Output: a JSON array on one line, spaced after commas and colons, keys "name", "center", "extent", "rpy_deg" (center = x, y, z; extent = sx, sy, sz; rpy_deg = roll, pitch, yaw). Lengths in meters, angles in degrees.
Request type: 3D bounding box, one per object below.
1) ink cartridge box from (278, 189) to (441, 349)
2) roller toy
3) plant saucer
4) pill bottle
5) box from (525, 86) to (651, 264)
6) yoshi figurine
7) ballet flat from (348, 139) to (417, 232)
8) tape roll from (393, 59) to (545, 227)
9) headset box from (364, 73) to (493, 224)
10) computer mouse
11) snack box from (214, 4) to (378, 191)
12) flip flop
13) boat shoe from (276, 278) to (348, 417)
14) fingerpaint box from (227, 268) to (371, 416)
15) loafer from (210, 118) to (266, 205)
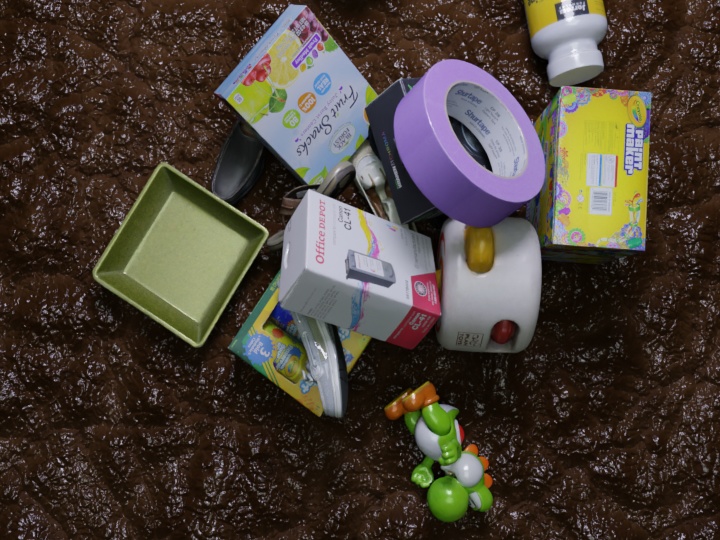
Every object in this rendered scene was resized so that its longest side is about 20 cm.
[{"name": "ink cartridge box", "center": [0.000, 0.000, 0.934], "extent": [0.197, 0.086, 0.150], "rpy_deg": [20, 43, -22]}, {"name": "roller toy", "center": [0.165, 0.019, 0.972], "extent": [0.136, 0.200, 0.187], "rpy_deg": [3, 99, 1]}, {"name": "plant saucer", "center": [-0.264, -0.022, 1.055], "extent": [0.197, 0.048, 0.202], "rpy_deg": [32, 86, 3]}, {"name": "pill bottle", "center": [0.299, -0.384, 1.038], "extent": [0.109, 0.112, 0.205], "rpy_deg": [-10, 85, 0]}, {"name": "box", "center": [0.306, -0.122, 0.978], "extent": [0.119, 0.193, 0.205], "rpy_deg": [4, 86, 2]}, {"name": "yoshi figurine", "center": [0.108, 0.270, 1.002], "extent": [0.111, 0.112, 0.202], "rpy_deg": [-35, 88, 14]}, {"name": "ballet flat", "center": [0.039, -0.113, 1.048], "extent": [0.066, 0.062, 0.203], "rpy_deg": [-27, 85, -3]}, {"name": "tape roll", "center": [0.137, -0.158, 0.878], "extent": [0.197, 0.065, 0.204], "rpy_deg": [19, 54, -28]}, {"name": "headset box", "center": [0.117, -0.173, 0.988], "extent": [0.197, 0.092, 0.178], "rpy_deg": [-13, 84, -37]}, {"name": "computer mouse", "center": [0.067, -0.130, 1.033], "extent": [0.034, 0.059, 0.202], "rpy_deg": [-31, 97, 13]}, {"name": "snack box", "center": [-0.079, -0.240, 1.007], "extent": [0.169, 0.068, 0.200], "rpy_deg": [-49, 126, -3]}, {"name": "flip flop", "center": [-0.078, -0.097, 1.002], "extent": [0.058, 0.200, 0.081], "rpy_deg": [46, 45, 0]}, {"name": "boat shoe", "center": [-0.062, 0.100, 0.957], "extent": [0.063, 0.074, 0.207], "rpy_deg": [-16, 81, 6]}, {"name": "fingerpaint box", "center": [-0.068, 0.078, 1.030], "extent": [0.165, 0.073, 0.202], "rpy_deg": [35, 87, 3]}, {"name": "loafer", "center": [-0.171, -0.194, 1.053], "extent": [0.072, 0.072, 0.204], "rpy_deg": [24, 87, 3]}]
